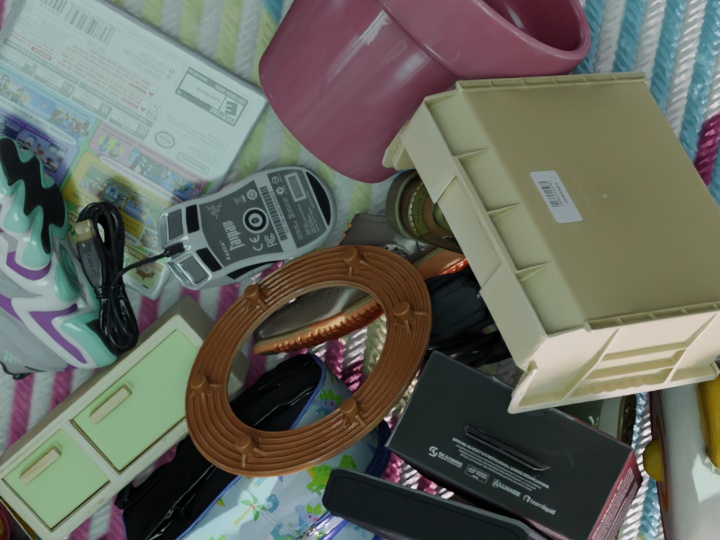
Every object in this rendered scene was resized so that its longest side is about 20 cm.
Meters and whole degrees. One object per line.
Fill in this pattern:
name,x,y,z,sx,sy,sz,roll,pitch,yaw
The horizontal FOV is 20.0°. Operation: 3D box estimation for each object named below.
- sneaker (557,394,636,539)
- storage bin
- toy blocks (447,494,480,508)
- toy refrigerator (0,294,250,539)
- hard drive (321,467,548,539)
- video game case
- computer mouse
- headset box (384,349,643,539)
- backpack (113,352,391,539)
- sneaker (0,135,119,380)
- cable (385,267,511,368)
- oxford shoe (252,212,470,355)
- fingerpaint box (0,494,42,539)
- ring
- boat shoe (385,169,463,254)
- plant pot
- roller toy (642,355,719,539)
sneaker,0.154,0.174,1.565,0.090,0.067,0.201,12,111,17
storage bin,0.140,-0.023,1.344,0.094,0.198,0.200,-53,53,45
toy blocks,0.120,0.226,1.518,0.137,0.100,0.200,-38,78,27
toy refrigerator,-0.184,0.115,1.555,0.200,0.070,0.076,-40,99,10
hard drive,0.067,0.182,1.394,0.139,0.200,0.033,15,80,19
video game case,-0.197,-0.103,1.530,0.200,0.022,0.182,30,102,-6
computer mouse,-0.111,-0.019,1.507,0.199,0.044,0.110,-18,80,-20
headset box,0.108,0.129,1.384,0.149,0.200,0.077,26,84,13
backpack,-0.064,0.169,1.509,0.147,0.183,0.200,44,93,-14
sneaker,-0.276,0.002,1.516,0.140,0.078,0.200,-15,115,19
cable,0.111,0.026,1.486,0.163,0.200,0.051,-3,72,-30
oxford shoe,0.000,0.000,1.531,0.200,0.071,0.073,-28,83,2
fingerpaint box,-0.266,0.256,1.540,0.073,0.167,0.200,-32,99,11
ring,-0.041,0.058,1.441,0.200,0.201,0.019,-30,129,8
boat shoe,0.117,-0.032,1.468,0.199,0.068,0.072,1,97,-32
plant pot,0.032,-0.166,1.431,0.200,0.200,0.179,42,117,-7
roller toy,0.275,0.134,1.481,0.139,0.200,0.183,-6,109,3
